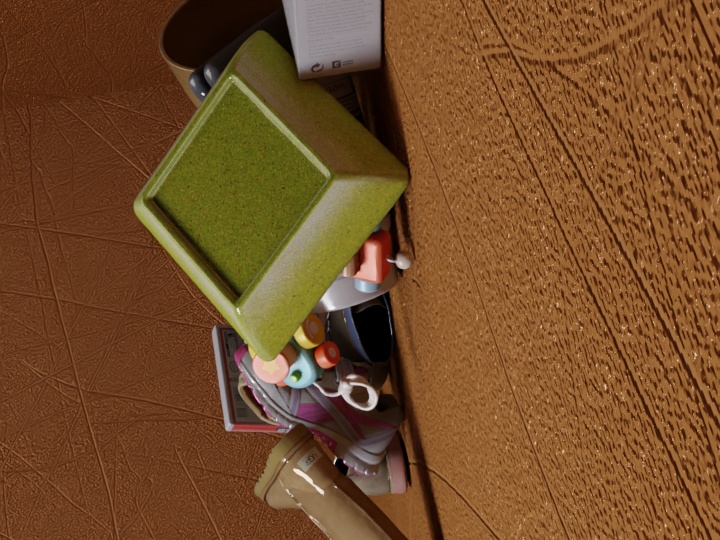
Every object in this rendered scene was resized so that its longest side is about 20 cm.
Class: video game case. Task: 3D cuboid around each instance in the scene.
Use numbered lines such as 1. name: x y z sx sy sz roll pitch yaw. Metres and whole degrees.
1. video game case: -0.078 0.134 1.585 0.017 0.198 0.144 121 145 -46

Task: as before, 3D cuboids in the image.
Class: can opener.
1. can opener: -0.072 -0.205 1.174 0.052 0.200 0.067 -21 105 49

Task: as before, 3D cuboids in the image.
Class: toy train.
1. toy train: -0.038 0.037 1.095 0.056 0.149 0.202 -45 -34 -52

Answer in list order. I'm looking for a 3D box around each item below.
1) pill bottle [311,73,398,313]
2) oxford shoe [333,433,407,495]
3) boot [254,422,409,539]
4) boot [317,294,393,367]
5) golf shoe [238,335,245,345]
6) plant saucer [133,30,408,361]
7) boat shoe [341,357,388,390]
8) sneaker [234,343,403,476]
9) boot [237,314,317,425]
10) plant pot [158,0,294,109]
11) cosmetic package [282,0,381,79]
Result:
1. pill bottle: -0.037 -0.072 1.148 0.113 0.112 0.202 -128 21 -79
2. oxford shoe: 0.003 0.197 1.446 0.200 0.073 0.072 -130 31 -80
3. boot: -0.012 0.252 1.236 0.200 0.066 0.175 45 162 12
4. boot: 0.000 0.000 1.304 0.097 0.074 0.202 27 125 57
5. golf shoe: -0.072 0.092 1.561 0.200 0.088 0.077 47 138 2
6. plant saucer: -0.090 -0.064 1.050 0.200 0.200 0.048 46 -162 24
7. boat shoe: -0.018 0.031 1.404 0.069 0.070 0.202 -119 18 -74
8. sneaker: -0.038 0.120 1.306 0.199 0.088 0.081 34 -172 -26
9. boot: -0.058 0.107 1.433 0.200 0.072 0.157 41 -140 -41
10. plant pot: -0.089 -0.187 1.370 0.187 0.185 0.201 -106 -5 -50
11. cosmetic package: -0.026 -0.254 0.989 0.201 0.070 0.102 88 171 -56
